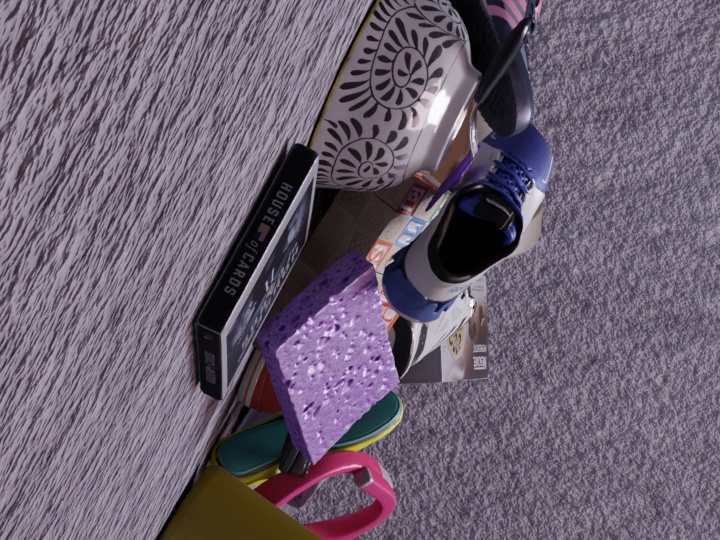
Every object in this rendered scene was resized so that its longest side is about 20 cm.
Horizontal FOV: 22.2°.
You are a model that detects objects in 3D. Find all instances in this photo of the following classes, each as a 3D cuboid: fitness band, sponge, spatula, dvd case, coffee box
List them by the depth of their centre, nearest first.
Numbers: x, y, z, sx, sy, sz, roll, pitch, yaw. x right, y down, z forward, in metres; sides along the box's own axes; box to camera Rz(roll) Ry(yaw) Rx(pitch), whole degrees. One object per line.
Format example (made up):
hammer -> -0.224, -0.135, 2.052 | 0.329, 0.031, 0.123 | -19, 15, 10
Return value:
dvd case -> -0.077, 0.006, 1.353 | 0.151, 0.025, 0.200 | -63, 175, -17
spatula -> 0.094, -0.122, 1.458 | 0.057, 0.020, 0.201 | -56, 171, -48
sponge -> -0.024, 0.076, 1.551 | 0.111, 0.030, 0.201 | -41, 150, -17
fitness band -> -0.040, 0.235, 1.822 | 0.143, 0.038, 0.200 | -27, 155, 6
coffee box -> 0.070, 0.058, 1.867 | 0.200, 0.079, 0.114 | 9, 78, -72

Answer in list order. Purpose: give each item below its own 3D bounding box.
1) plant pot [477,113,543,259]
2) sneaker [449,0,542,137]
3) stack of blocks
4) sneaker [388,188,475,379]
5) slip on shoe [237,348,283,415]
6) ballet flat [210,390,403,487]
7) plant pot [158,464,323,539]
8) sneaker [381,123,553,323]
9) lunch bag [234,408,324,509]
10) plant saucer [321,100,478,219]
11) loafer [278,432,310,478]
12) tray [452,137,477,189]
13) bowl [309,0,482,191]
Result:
plant pot -> 0.110, -0.129, 2.002 | 0.200, 0.198, 0.175 | -58, 157, -58
sneaker -> 0.123, -0.202, 1.514 | 0.070, 0.081, 0.201 | 127, -46, -56
stack of blocks -> 0.000, 0.000, 1.591 | 0.201, 0.058, 0.115 | -57, 151, 11
sneaker -> 0.067, 0.000, 1.697 | 0.115, 0.075, 0.202 | -29, 146, -53
slip on shoe -> -0.050, 0.044, 1.709 | 0.074, 0.061, 0.201 | -33, 148, -79
ballet flat -> -0.055, 0.165, 1.787 | 0.199, 0.067, 0.067 | -19, 154, -18
plant pot -> -0.131, 0.341, 1.688 | 0.176, 0.199, 0.201 | -43, 162, -48
sneaker -> 0.108, -0.046, 1.497 | 0.200, 0.080, 0.115 | -51, -173, -27
lunch bag -> -0.037, 0.117, 1.906 | 0.201, 0.127, 0.170 | -55, 178, 23
plant saucer -> 0.045, -0.104, 1.643 | 0.200, 0.037, 0.201 | -40, 152, -26
loafer -> -0.015, 0.107, 1.733 | 0.072, 0.063, 0.201 | 148, -34, -74
tray -> 0.078, -0.126, 1.787 | 0.107, 0.022, 0.201 | -36, -143, 31
bowl -> 0.037, -0.136, 1.457 | 0.202, 0.094, 0.201 | -63, 176, -7
